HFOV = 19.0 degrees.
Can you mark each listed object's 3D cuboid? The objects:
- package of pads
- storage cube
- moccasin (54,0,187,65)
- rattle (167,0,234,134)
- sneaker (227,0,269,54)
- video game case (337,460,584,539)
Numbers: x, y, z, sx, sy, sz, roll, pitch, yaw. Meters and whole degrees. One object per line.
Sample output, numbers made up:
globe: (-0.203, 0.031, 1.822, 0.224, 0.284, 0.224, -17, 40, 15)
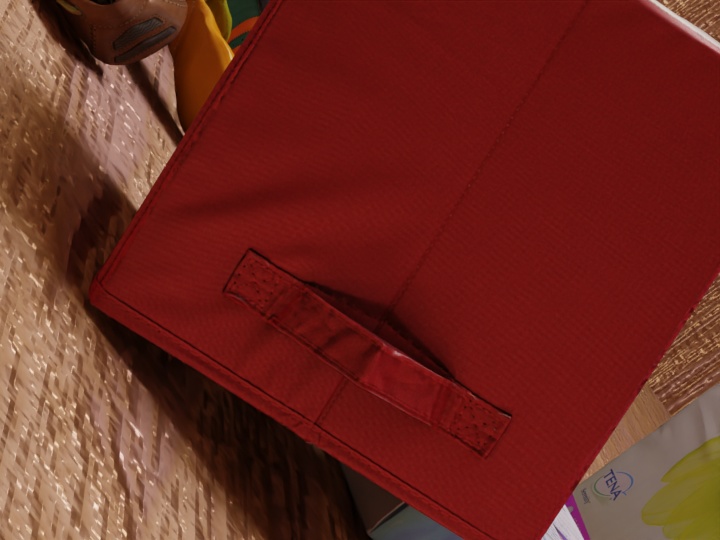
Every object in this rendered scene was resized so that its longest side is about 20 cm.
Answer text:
package of pads: (0.171, 0.145, 1.102, 0.068, 0.154, 0.200, 51, 7, -17)
storage cube: (0.031, -0.034, 0.756, 0.171, 0.180, 0.200, 32, 9, -5)
moccasin: (-0.146, -0.185, 0.960, 0.078, 0.073, 0.202, 58, 9, -71)
rattle: (-0.033, -0.143, 1.095, 0.143, 0.130, 0.200, 44, 26, 19)
sneaker: (-0.041, -0.112, 1.165, 0.071, 0.080, 0.200, 24, 19, -30)
video game case: (0.049, 0.105, 0.940, 0.200, 0.045, 0.181, 49, 8, -33)
